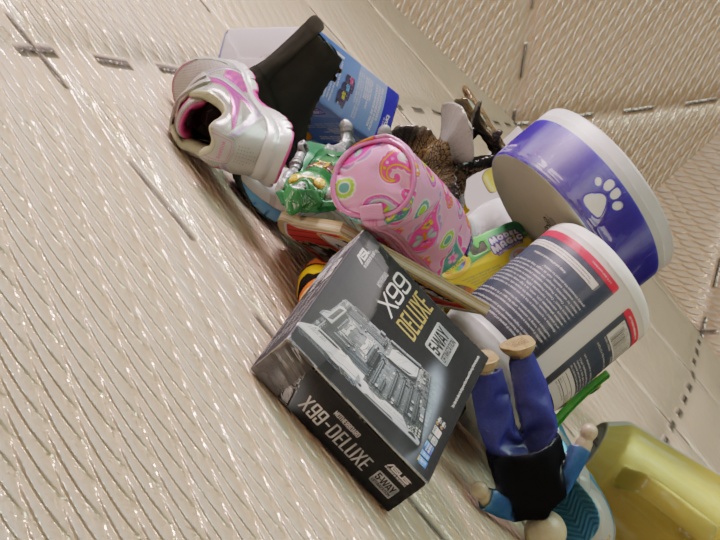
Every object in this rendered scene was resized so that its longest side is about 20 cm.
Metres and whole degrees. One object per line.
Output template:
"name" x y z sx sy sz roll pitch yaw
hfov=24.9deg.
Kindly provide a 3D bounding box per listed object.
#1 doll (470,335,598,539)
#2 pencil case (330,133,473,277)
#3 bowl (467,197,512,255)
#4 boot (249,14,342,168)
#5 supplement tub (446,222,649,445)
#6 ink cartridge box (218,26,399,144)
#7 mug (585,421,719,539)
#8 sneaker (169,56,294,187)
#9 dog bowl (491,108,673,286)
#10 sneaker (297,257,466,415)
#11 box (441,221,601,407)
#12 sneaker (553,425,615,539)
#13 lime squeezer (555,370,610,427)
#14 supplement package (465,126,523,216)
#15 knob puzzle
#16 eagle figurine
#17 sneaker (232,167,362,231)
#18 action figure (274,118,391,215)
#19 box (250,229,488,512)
"doll" 0.154 0.164 1.478 0.048 0.135 0.202 19 -54 65
"pencil case" 0.040 -0.052 1.475 0.088 0.087 0.200 53 4 24
"bowl" 0.140 -0.001 1.841 0.090 0.202 0.202 18 24 -20
"boot" -0.057 -0.167 1.697 0.078 0.138 0.200 50 2 26
"supplement tub" 0.167 0.063 1.581 0.141 0.199 0.141 49 -13 15
"ink cartridge box" -0.051 -0.195 1.832 0.135 0.077 0.199 5 -16 39
"mug" 0.297 0.228 1.687 0.153 0.187 0.150 38 51 -3
"sneaker" -0.140 -0.152 1.541 0.088 0.082 0.200 11 20 -35
"dog bowl" 0.226 -0.063 1.677 0.200 0.079 0.200 50 -12 14
"sneaker" 0.022 0.059 1.475 0.200 0.070 0.090 40 18 -23
"box" 0.157 0.058 1.721 0.048 0.116 0.202 110 -43 -77
"sneaker" 0.187 0.200 1.625 0.081 0.076 0.201 42 20 -53
"lime squeezer" 0.182 0.180 1.562 0.038 0.070 0.202 46 54 -46
"supplement package" 0.183 -0.043 2.011 0.156 0.200 0.111 40 14 -28
"knob puzzle" 0.000 0.000 1.532 0.218 0.031 0.220 24 -8 3
"eagle figurine" 0.073 -0.090 1.772 0.151 0.199 0.152 55 4 -18
"sneaker" -0.035 -0.079 1.616 0.199 0.087 0.075 22 27 -33
"action figure" -0.028 -0.092 1.514 0.117 0.055 0.200 7 23 17
"box" 0.013 0.075 1.322 0.158 0.050 0.200 47 31 -7
